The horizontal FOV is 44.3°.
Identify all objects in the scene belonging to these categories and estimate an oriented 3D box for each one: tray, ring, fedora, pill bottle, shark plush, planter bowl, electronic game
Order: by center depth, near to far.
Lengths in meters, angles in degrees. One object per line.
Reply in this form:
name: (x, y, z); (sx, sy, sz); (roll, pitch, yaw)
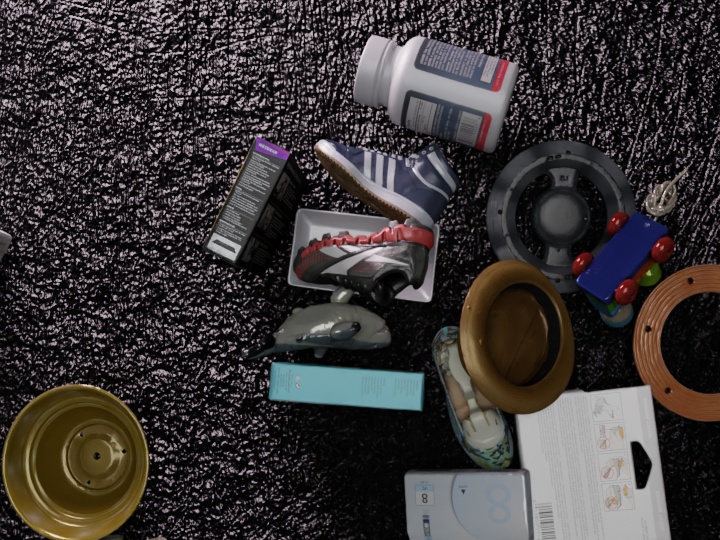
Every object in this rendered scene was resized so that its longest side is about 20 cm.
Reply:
fedora: (0.184, 0.087, 1.127); (0.199, 0.082, 0.203); (10, 72, -32)
ring: (0.450, 0.093, 1.147); (0.198, 0.019, 0.203); (0, 89, -1)
pill bottle: (0.098, -0.239, 1.167); (0.198, 0.120, 0.121); (18, 87, 7)
electronic game: (0.265, -0.071, 1.174); (0.198, 0.042, 0.202); (0, 93, 2)
shark plush: (-0.061, 0.098, 1.175); (0.198, 0.084, 0.091); (-23, 42, 0)
planter bowl: (-0.366, 0.253, 1.184); (0.198, 0.083, 0.203); (0, 85, 4)
tray: (0.005, -0.021, 1.205); (0.198, 0.022, 0.109); (7, 86, 6)

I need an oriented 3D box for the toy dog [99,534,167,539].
toy dog: (-0.311, 0.454, 1.151); (0.192, 0.139, 0.202); (4, 82, -31)

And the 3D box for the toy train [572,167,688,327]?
toy train: (0.365, -0.024, 1.131); (0.200, 0.116, 0.084); (-47, 53, -7)

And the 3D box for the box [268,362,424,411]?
box: (-0.015, 0.151, 1.161); (0.198, 0.082, 0.050); (3, 85, 5)

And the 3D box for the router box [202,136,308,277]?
router box: (-0.128, -0.074, 1.132); (0.051, 0.200, 0.150); (26, 87, 4)

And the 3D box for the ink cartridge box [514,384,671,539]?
ink cartridge box: (0.295, 0.254, 1.142); (0.174, 0.045, 0.202); (-6, 85, 6)

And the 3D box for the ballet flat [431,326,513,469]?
ballet flat: (0.143, 0.170, 1.153); (0.074, 0.074, 0.202); (-25, 83, 3)

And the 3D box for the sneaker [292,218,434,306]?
sneaker: (0.000, 0.000, 1.132); (0.198, 0.071, 0.099); (-9, 67, 24)

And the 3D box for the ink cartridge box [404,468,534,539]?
ink cartridge box: (0.141, 0.356, 1.127); (0.158, 0.047, 0.202); (-5, 83, 21)

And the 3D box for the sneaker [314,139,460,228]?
sneaker: (0.040, -0.140, 1.190); (0.199, 0.070, 0.109); (37, 78, 17)

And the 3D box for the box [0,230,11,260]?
box: (-0.615, -0.045, 1.175); (0.198, 0.200, 0.132); (27, 86, 7)
